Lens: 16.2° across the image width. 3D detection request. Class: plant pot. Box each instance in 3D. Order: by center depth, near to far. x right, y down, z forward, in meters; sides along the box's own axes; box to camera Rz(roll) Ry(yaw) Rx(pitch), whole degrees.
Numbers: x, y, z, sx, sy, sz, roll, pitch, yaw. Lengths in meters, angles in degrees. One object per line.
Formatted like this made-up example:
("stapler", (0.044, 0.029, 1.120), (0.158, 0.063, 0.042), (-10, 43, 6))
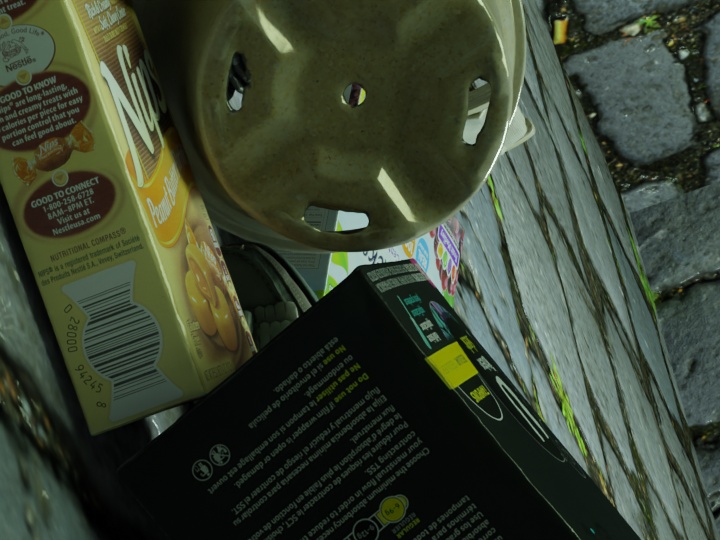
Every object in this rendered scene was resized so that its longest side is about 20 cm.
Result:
("plant pot", (-0.011, -0.090, 1.134), (0.183, 0.200, 0.200), (-115, -177, -78))

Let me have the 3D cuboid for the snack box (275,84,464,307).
("snack box", (0.000, 0.000, 1.404), (0.200, 0.053, 0.142), (51, 45, -60))

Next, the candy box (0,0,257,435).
("candy box", (-0.106, -0.039, 1.038), (0.115, 0.055, 0.200), (-16, 87, -81))

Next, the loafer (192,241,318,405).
("loafer", (-0.039, 0.078, 1.146), (0.063, 0.072, 0.200), (21, 52, -69))

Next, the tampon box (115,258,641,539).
("tampon box", (0.027, 0.111, 1.014), (0.200, 0.126, 0.150), (50, 8, 4))

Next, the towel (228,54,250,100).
("towel", (-0.086, -0.200, 1.379), (0.200, 0.086, 0.166), (-91, 162, -59))

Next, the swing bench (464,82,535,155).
("swing bench", (0.024, -0.171, 1.718), (0.199, 0.130, 0.200), (37, 35, -80))
